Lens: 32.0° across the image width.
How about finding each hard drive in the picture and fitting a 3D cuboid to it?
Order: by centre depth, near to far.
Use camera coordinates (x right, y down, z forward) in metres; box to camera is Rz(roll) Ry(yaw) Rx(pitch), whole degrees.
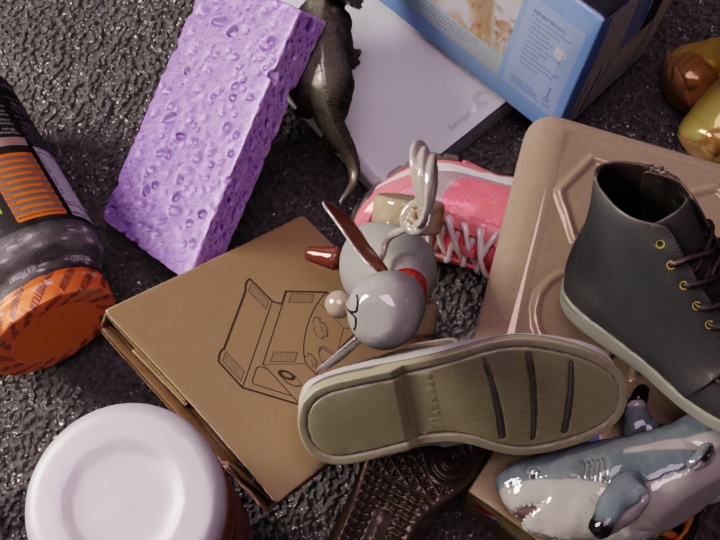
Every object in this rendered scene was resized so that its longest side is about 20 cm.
[{"bbox_3d":[0.006,-0.160,0.978,0.131,0.026,0.200,-38,71,-13],"label":"hard drive"}]

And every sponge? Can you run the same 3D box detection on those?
[{"bbox_3d":[-0.108,-0.104,0.894,0.111,0.030,0.202,29,98,39],"label":"sponge"}]

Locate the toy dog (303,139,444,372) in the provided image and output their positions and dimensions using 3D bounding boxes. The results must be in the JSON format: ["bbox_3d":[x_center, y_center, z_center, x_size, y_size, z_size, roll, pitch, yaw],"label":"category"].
[{"bbox_3d":[0.000,0.000,0.791,0.095,0.200,0.134,4,79,7],"label":"toy dog"}]

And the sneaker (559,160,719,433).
[{"bbox_3d":[0.204,0.022,0.721,0.199,0.107,0.075,30,53,26],"label":"sneaker"}]

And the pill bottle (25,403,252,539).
[{"bbox_3d":[-0.123,0.161,0.758,0.110,0.201,0.114,-1,67,2],"label":"pill bottle"}]

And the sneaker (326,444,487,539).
[{"bbox_3d":[0.016,0.156,0.823,0.070,0.076,0.201,35,65,1],"label":"sneaker"}]

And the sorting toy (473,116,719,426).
[{"bbox_3d":[0.186,0.006,0.830,0.197,0.037,0.188,14,71,6],"label":"sorting toy"}]

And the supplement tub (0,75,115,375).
[{"bbox_3d":[-0.260,-0.035,0.883,0.122,0.123,0.201,-30,70,-10],"label":"supplement tub"}]

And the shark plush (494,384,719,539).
[{"bbox_3d":[0.180,0.100,0.752,0.199,0.091,0.084,-39,52,2],"label":"shark plush"}]

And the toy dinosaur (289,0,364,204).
[{"bbox_3d":[-0.029,-0.149,0.905,0.076,0.103,0.203,6,67,5],"label":"toy dinosaur"}]

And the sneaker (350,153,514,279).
[{"bbox_3d":[0.090,-0.029,0.880,0.197,0.075,0.087,-1,39,1],"label":"sneaker"}]

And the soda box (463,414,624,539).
[{"bbox_3d":[0.151,0.094,0.850,0.067,0.064,0.201,32,73,14],"label":"soda box"}]

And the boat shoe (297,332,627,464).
[{"bbox_3d":[0.060,0.071,0.767,0.197,0.068,0.076,-3,102,-1],"label":"boat shoe"}]

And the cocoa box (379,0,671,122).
[{"bbox_3d":[0.122,-0.228,0.931,0.199,0.134,0.131,40,60,15],"label":"cocoa box"}]

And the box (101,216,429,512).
[{"bbox_3d":[-0.049,0.053,0.838,0.163,0.021,0.199,44,40,15],"label":"box"}]

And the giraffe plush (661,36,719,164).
[{"bbox_3d":[0.326,-0.165,0.895,0.200,0.163,0.172,-42,72,-14],"label":"giraffe plush"}]

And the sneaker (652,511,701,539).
[{"bbox_3d":[0.175,0.193,0.803,0.077,0.077,0.203,12,70,5],"label":"sneaker"}]
